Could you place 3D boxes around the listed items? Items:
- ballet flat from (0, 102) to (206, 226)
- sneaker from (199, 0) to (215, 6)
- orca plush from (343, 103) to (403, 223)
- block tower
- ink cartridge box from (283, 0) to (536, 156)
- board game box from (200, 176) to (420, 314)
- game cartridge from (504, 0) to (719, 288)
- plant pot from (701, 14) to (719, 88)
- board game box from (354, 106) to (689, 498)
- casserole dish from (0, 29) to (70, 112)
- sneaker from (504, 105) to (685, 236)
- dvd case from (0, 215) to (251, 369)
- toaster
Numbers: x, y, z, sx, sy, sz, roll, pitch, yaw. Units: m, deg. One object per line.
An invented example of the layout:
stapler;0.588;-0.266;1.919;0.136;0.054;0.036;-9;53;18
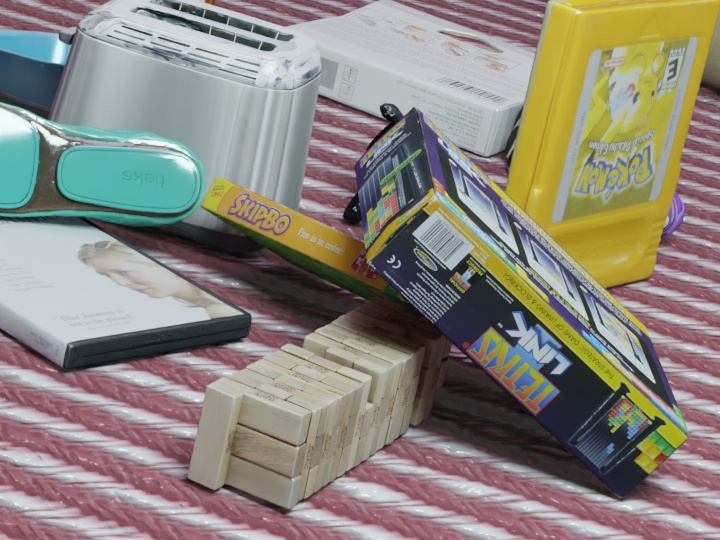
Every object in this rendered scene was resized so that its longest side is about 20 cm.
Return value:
ballet flat;-0.194;-0.061;1.568;0.198;0.068;0.070;10;-6;-12
sneaker;-0.151;-0.201;2.014;0.076;0.074;0.200;3;16;2
orca plush;0.027;-0.041;1.732;0.105;0.071;0.200;54;4;-30
block tower;-0.016;0.068;1.369;0.057;0.054;0.200;20;21;22
ink cartridge box;0.057;-0.155;2.057;0.199;0.045;0.176;22;22;23
board game box;0.000;0.000;1.538;0.199;0.030;0.095;28;-3;43
game cartridge;0.158;-0.080;1.678;0.032;0.202;0.176;23;22;34
plant pot;0.308;-0.250;2.326;0.186;0.188;0.200;-3;39;-39
board game box;0.086;0.015;1.444;0.200;0.057;0.165;43;12;-15
casserole dish;-0.201;-0.136;1.806;0.120;0.039;0.199;-2;13;-37
sneaker;0.171;-0.075;1.900;0.083;0.081;0.200;21;20;-32
dvd case;-0.178;0.002;1.503;0.199;0.018;0.142;28;25;37
toaster;-0.106;-0.096;1.657;0.199;0.130;0.114;18;20;13
